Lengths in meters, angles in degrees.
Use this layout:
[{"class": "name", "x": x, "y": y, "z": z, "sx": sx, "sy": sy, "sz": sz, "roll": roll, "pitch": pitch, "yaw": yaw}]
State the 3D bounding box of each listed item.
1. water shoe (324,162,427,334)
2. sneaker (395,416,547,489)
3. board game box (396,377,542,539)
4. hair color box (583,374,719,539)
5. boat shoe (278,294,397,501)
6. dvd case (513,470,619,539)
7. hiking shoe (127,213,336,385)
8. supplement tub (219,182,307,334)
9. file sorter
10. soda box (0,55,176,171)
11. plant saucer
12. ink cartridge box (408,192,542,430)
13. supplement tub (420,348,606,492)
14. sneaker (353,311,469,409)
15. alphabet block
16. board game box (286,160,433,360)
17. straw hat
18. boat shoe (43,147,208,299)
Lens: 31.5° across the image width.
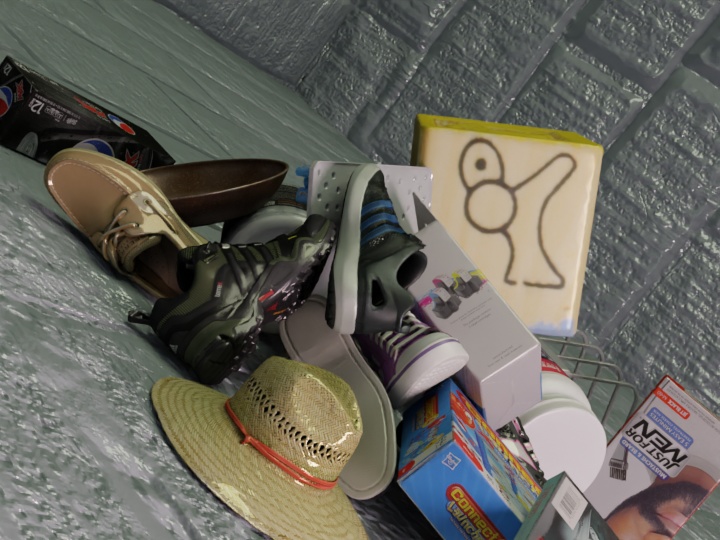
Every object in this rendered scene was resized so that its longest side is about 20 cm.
[{"class": "water shoe", "x": 0.018, "y": -0.014, "z": 1.084, "sx": 0.078, "sy": 0.072, "sz": 0.201, "roll": 9, "pitch": 42, "yaw": 0}, {"class": "sneaker", "x": 0.136, "y": 0.176, "z": 1.187, "sx": 0.200, "sy": 0.086, "sz": 0.080, "roll": 39, "pitch": -26, "yaw": 1}, {"class": "board game box", "x": 0.114, "y": 0.200, "z": 1.033, "sx": 0.200, "sy": 0.056, "sz": 0.196, "roll": 51, "pitch": 8, "yaw": -5}, {"class": "hair color box", "x": 0.297, "y": 0.220, "z": 1.330, "sx": 0.111, "sy": 0.200, "sz": 0.064, "roll": 40, "pitch": 8, "yaw": 12}, {"class": "boat shoe", "x": -0.013, "y": 0.109, "z": 1.048, "sx": 0.201, "sy": 0.074, "sz": 0.060, "roll": 61, "pitch": 2, "yaw": 40}, {"class": "dvd case", "x": 0.182, "y": 0.260, "z": 0.922, "sx": 0.200, "sy": 0.022, "sz": 0.146, "roll": 53, "pitch": 33, "yaw": -3}, {"class": "hiking shoe", "x": -0.096, "y": -0.001, "z": 1.036, "sx": 0.100, "sy": 0.076, "sz": 0.200, "roll": 35, "pitch": 45, "yaw": 9}, {"class": "supplement tub", "x": -0.082, "y": -0.019, "z": 1.287, "sx": 0.122, "sy": 0.123, "sz": 0.200, "roll": 36, "pitch": 10, "yaw": -12}, {"class": "file sorter", "x": 0.224, "y": 0.143, "z": 1.524, "sx": 0.124, "sy": 0.140, "sz": 0.200, "roll": 11, "pitch": 19, "yaw": -21}, {"class": "soda box", "x": -0.280, "y": -0.134, "z": 1.268, "sx": 0.071, "sy": 0.063, "sz": 0.200, "roll": 45, "pitch": 12, "yaw": 36}, {"class": "plant saucer", "x": -0.164, "y": -0.071, "z": 1.207, "sx": 0.199, "sy": 0.037, "sz": 0.200, "roll": -7, "pitch": 14, "yaw": 2}, {"class": "ink cartridge box", "x": 0.081, "y": 0.038, "z": 1.166, "sx": 0.200, "sy": 0.068, "sz": 0.115, "roll": 53, "pitch": -12, "yaw": 30}, {"class": "supplement tub", "x": 0.157, "y": 0.146, "z": 1.344, "sx": 0.140, "sy": 0.141, "sz": 0.200, "roll": 32, "pitch": 10, "yaw": -32}, {"class": "sneaker", "x": 0.027, "y": 0.057, "z": 1.097, "sx": 0.115, "sy": 0.072, "sz": 0.200, "roll": 60, "pitch": -13, "yaw": 5}, {"class": "alphabet block", "x": 0.142, "y": -0.055, "z": 1.378, "sx": 0.194, "sy": 0.202, "sz": 0.196, "roll": 7, "pitch": 10, "yaw": -2}, {"class": "board game box", "x": 0.000, "y": 0.000, "z": 1.203, "sx": 0.026, "sy": 0.202, "sz": 0.199, "roll": 7, "pitch": 6, "yaw": 34}, {"class": "straw hat", "x": -0.047, "y": 0.107, "z": 0.895, "sx": 0.201, "sy": 0.085, "sz": 0.201, "roll": 37, "pitch": 8, "yaw": -6}, {"class": "boat shoe", "x": -0.188, "y": -0.031, "z": 1.082, "sx": 0.200, "sy": 0.071, "sz": 0.065, "roll": 37, "pitch": 16, "yaw": -4}]
